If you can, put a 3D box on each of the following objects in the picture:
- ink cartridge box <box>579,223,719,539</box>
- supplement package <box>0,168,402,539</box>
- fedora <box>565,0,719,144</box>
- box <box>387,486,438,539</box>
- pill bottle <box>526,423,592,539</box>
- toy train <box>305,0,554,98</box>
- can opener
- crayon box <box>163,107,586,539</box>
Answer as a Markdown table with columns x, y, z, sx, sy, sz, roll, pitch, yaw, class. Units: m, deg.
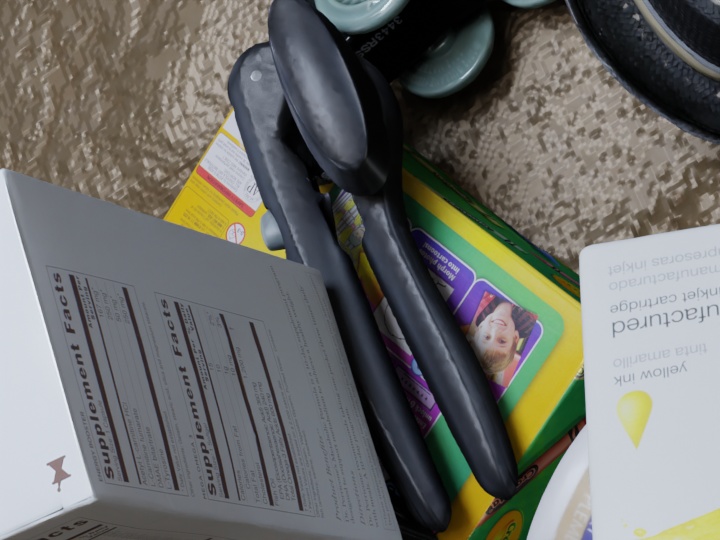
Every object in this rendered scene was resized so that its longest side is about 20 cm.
| x | y | z | sx | sy | sz | roll | pitch | yaw | class |
| --- | --- | --- | --- | --- | --- | --- | --- | --- | --- |
| 0.145 | 0.083 | 0.885 | 0.144 | 0.084 | 0.201 | -9 | 53 | 12 | ink cartridge box |
| -0.090 | 0.053 | 0.971 | 0.113 | 0.200 | 0.110 | -25 | 70 | 21 | supplement package |
| 0.158 | -0.139 | 1.014 | 0.199 | 0.092 | 0.202 | 0 | 90 | 6 | fedora |
| -0.088 | 0.097 | 1.109 | 0.160 | 0.044 | 0.200 | -51 | 57 | 8 | box |
| 0.161 | 0.121 | 0.981 | 0.200 | 0.116 | 0.116 | 27 | 94 | 33 | pill bottle |
| 0.041 | -0.155 | 1.137 | 0.200 | 0.085 | 0.114 | -41 | 52 | 13 | toy train |
| 0.000 | 0.000 | 1.072 | 0.063 | 0.079 | 0.201 | -23 | 76 | 17 | can opener |
| 0.009 | 0.022 | 1.132 | 0.200 | 0.058 | 0.119 | 39 | 101 | 32 | crayon box |
